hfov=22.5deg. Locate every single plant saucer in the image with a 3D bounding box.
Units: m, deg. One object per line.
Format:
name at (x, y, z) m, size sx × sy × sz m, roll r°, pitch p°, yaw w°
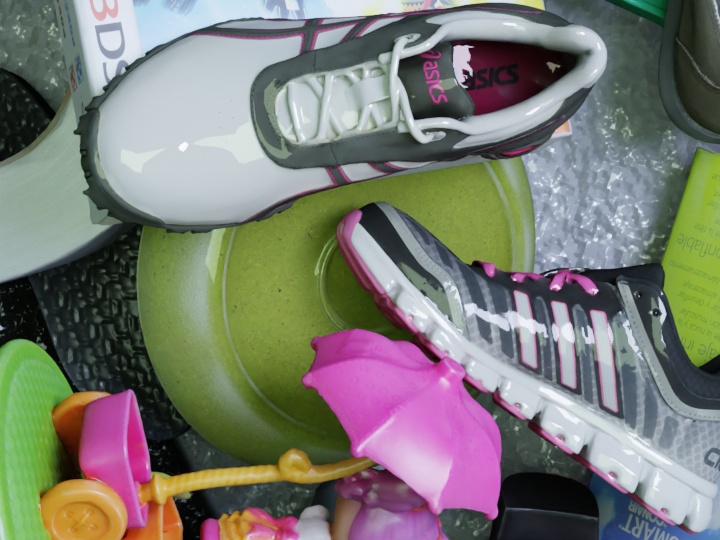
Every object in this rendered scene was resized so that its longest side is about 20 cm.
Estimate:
plant saucer at (0.000, 0.000, 0.798) m, size 0.199 × 0.031 × 0.201 m, roll -8°, pitch 107°, yaw -26°

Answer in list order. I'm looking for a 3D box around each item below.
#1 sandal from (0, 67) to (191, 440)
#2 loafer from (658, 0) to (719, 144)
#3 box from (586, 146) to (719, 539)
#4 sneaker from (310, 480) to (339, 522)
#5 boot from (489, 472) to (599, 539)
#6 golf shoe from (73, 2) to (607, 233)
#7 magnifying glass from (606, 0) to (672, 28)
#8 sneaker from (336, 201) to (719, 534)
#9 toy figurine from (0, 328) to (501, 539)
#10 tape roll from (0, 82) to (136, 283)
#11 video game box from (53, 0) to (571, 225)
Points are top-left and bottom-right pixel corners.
sandal at (-0.127, -0.012, 0.852) m, size 0.075 × 0.048 × 0.201 m, roll -36°, pitch 80°, yaw 6°
loafer at (0.171, -0.154, 0.763) m, size 0.075 × 0.070 × 0.201 m, roll 1°, pitch 91°, yaw -14°
box at (0.172, 0.057, 0.801) m, size 0.048 × 0.122 × 0.201 m, roll 12°, pitch 98°, yaw -39°
sneaker at (-0.071, 0.178, 0.845) m, size 0.120 × 0.084 × 0.201 m, roll 17°, pitch 97°, yaw -8°
boot at (0.062, 0.209, 0.770) m, size 0.068 × 0.188 × 0.201 m, roll 6°, pitch 104°, yaw -1°
golf shoe at (-0.006, -0.066, 0.671) m, size 0.199 × 0.088 × 0.077 m, roll -15°, pitch 91°, yaw -17°
magnifying glass at (0.136, -0.126, 0.802) m, size 0.080 × 0.022 × 0.200 m, roll -44°, pitch 99°, yaw -8°
sneaker at (0.084, 0.022, 0.762) m, size 0.200 × 0.074 × 0.088 m, roll 36°, pitch 88°, yaw -2°
toy figurine at (-0.030, 0.101, 0.725) m, size 0.184 × 0.150 × 0.200 m, roll -13°, pitch 124°, yaw 6°
tape roll at (-0.167, -0.095, 0.789) m, size 0.200 × 0.066 × 0.201 m, roll 1°, pitch 96°, yaw 6°
video game box at (-0.027, -0.124, 0.739) m, size 0.199 × 0.047 × 0.183 m, roll -11°, pitch 88°, yaw -19°
